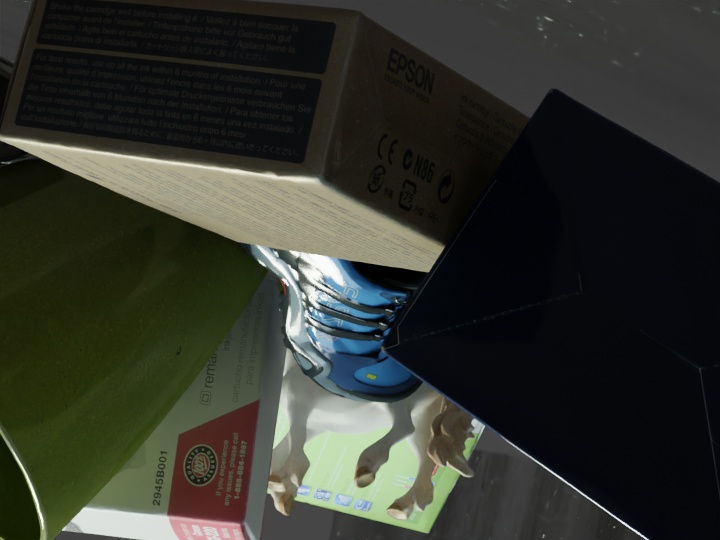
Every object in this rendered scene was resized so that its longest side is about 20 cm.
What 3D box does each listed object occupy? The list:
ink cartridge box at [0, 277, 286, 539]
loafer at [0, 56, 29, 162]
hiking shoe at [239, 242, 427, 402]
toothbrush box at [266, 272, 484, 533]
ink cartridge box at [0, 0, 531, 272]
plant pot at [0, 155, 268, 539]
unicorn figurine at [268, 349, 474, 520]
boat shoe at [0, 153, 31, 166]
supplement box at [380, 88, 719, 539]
[{"bbox_3d":[-0.149,0.071,1.279,0.198,0.147,0.085,5,164,6],"label":"ink cartridge box"},{"bbox_3d":[-0.237,-0.094,1.101,0.199,0.071,0.070,8,172,-40],"label":"loafer"},{"bbox_3d":[0.003,0.012,1.185,0.086,0.075,0.200,11,151,31],"label":"hiking shoe"},{"bbox_3d":[-0.022,0.082,1.541,0.199,0.086,0.146,14,133,-9],"label":"toothbrush box"},{"bbox_3d":[-0.030,-0.057,0.978,0.164,0.076,0.200,10,174,30],"label":"ink cartridge box"},{"bbox_3d":[-0.145,0.010,1.173,0.187,0.200,0.188,41,154,25],"label":"plant pot"},{"bbox_3d":[-0.016,0.081,1.406,0.198,0.138,0.074,9,149,11],"label":"unicorn figurine"},{"bbox_3d":[-0.158,-0.032,1.419,0.199,0.071,0.064,9,170,18],"label":"boat shoe"},{"bbox_3d":[0.154,0.054,0.968,0.200,0.135,0.200,35,180,34],"label":"supplement box"}]
